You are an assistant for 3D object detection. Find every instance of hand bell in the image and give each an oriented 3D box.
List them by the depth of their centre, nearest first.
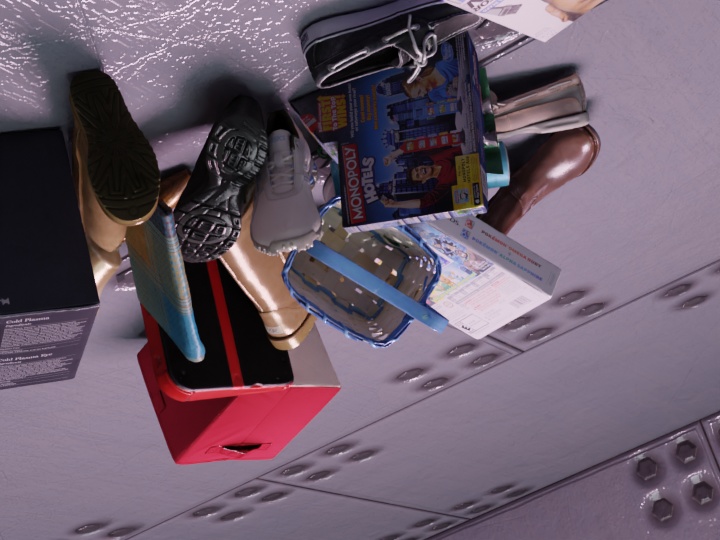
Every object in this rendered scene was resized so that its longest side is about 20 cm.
[{"bbox_3d":[-0.261,-0.046,1.754,0.200,0.104,0.104,-39,153,16],"label":"hand bell"}]

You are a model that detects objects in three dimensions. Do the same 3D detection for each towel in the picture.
[{"bbox_3d":[-0.214,-0.014,1.664,0.022,0.147,0.201,-24,132,-22],"label":"towel"}]

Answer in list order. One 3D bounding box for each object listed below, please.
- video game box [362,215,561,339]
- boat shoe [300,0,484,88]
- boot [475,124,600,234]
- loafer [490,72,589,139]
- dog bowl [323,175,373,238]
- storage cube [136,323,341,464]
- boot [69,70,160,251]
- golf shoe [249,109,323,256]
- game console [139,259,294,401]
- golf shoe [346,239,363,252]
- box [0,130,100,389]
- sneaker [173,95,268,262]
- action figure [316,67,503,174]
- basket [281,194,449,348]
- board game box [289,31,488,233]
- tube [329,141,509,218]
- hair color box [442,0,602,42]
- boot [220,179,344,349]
[{"bbox_3d":[0.111,-0.002,1.846,0.182,0.047,0.200,29,155,-12],"label":"video game box"},{"bbox_3d":[0.043,-0.228,1.558,0.198,0.068,0.074,-14,158,-11],"label":"boat shoe"},{"bbox_3d":[0.190,-0.081,1.903,0.200,0.064,0.186,-44,178,-38],"label":"boot"},{"bbox_3d":[0.162,-0.182,1.793,0.199,0.063,0.072,-9,-171,-12],"label":"loafer"},{"bbox_3d":[0.057,-0.094,1.899,0.199,0.059,0.200,-17,159,-7],"label":"dog bowl"},{"bbox_3d":[-0.163,0.131,2.080,0.170,0.201,0.180,2,144,-40],"label":"storage cube"},{"bbox_3d":[-0.244,-0.077,1.553,0.066,0.176,0.200,-10,153,-16],"label":"boot"},{"bbox_3d":[-0.084,-0.092,1.623,0.078,0.200,0.098,-11,122,2],"label":"golf shoe"},{"bbox_3d":[-0.175,0.052,1.867,0.176,0.201,0.031,-2,161,-37],"label":"game console"},{"bbox_3d":[-0.079,0.005,1.981,0.199,0.073,0.092,-17,175,-6],"label":"golf shoe"},{"bbox_3d":[-0.343,-0.008,1.593,0.104,0.201,0.182,-7,156,-22],"label":"box"},{"bbox_3d":[-0.145,-0.094,1.644,0.076,0.091,0.200,24,122,-14],"label":"sneaker"},{"bbox_3d":[0.049,-0.146,1.731,0.199,0.119,0.055,-10,178,8],"label":"action figure"},{"bbox_3d":[0.000,0.000,1.711,0.176,0.200,0.139,33,96,-17],"label":"basket"},{"bbox_3d":[0.030,-0.135,1.657,0.199,0.201,0.062,-8,159,13],"label":"board game box"},{"bbox_3d":[0.067,-0.107,1.785,0.199,0.050,0.078,-9,123,-1],"label":"tube"},{"bbox_3d":[0.153,-0.292,1.505,0.109,0.065,0.199,-34,155,32],"label":"hair color box"},{"bbox_3d":[-0.092,-0.032,1.834,0.066,0.176,0.200,-1,136,29],"label":"boot"}]
